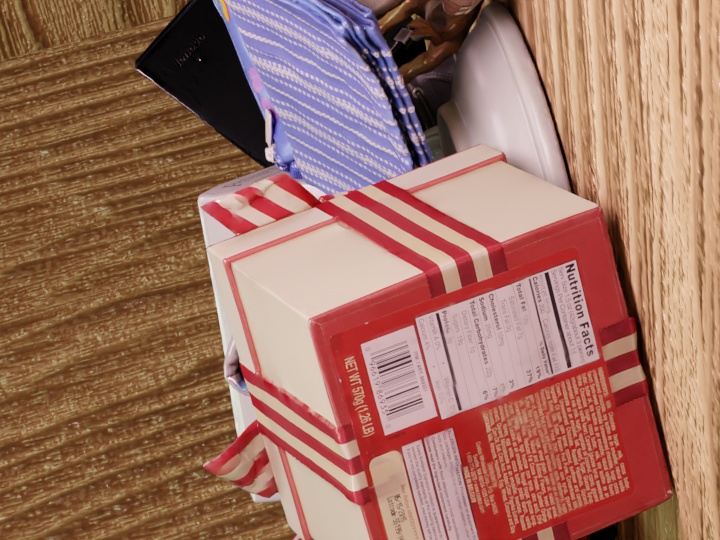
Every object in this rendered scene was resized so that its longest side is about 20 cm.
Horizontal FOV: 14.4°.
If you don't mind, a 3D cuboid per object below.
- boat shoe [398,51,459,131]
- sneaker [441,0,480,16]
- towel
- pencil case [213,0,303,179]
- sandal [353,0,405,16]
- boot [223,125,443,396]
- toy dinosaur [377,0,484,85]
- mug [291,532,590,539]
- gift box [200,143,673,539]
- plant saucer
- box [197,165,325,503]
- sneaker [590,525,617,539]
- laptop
[{"bbox_3d":[0.062,-0.041,1.731,0.070,0.066,0.201,-111,7,-62],"label":"boat shoe"},{"bbox_3d":[0.002,-0.212,1.503,0.200,0.070,0.076,52,153,29],"label":"sneaker"},{"bbox_3d":[-0.016,-0.088,1.538,0.145,0.024,0.201,32,157,40],"label":"towel"},{"bbox_3d":[-0.044,-0.146,1.696,0.078,0.086,0.201,120,128,-72],"label":"pencil case"},{"bbox_3d":[0.013,-0.190,1.398,0.082,0.054,0.200,57,148,7],"label":"sandal"},{"bbox_3d":[0.000,0.000,1.669,0.074,0.200,0.096,42,-160,4],"label":"boot"},{"bbox_3d":[0.044,-0.139,1.613,0.061,0.106,0.200,53,172,0],"label":"toy dinosaur"},{"bbox_3d":[0.052,0.158,1.595,0.177,0.201,0.133,35,172,-18],"label":"mug"},{"bbox_3d":[0.020,0.045,1.428,0.187,0.199,0.186,-147,43,-68],"label":"gift box"},{"bbox_3d":[0.079,-0.045,1.572,0.200,0.050,0.201,166,90,-86],"label":"plant saucer"},{"bbox_3d":[0.003,0.027,1.832,0.199,0.130,0.201,-28,-71,-70],"label":"box"},{"bbox_3d":[0.087,0.191,1.672,0.079,0.200,0.129,19,-170,-47],"label":"sneaker"},{"bbox_3d":[-0.044,-0.112,2.025,0.187,0.115,0.201,-52,-36,-36],"label":"laptop"}]
